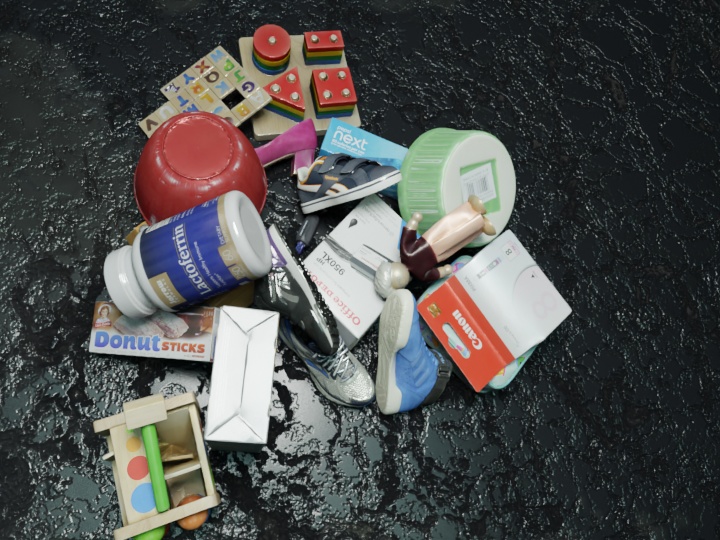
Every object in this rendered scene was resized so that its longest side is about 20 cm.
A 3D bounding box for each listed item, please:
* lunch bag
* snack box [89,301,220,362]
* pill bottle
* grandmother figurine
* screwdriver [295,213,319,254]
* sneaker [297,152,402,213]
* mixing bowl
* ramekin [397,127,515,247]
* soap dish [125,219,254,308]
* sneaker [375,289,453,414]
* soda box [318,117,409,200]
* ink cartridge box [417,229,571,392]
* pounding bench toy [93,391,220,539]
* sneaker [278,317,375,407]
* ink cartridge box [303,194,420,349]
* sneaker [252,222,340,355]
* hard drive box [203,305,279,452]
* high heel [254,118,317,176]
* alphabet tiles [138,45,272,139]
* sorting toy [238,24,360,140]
[{"bbox_3d":[0.192,0.087,0.931,0.200,0.077,0.160,44,65,4],"label":"lunch bag"},{"bbox_3d":[-0.289,0.085,0.802,0.194,0.024,0.074,2,82,16],"label":"snack box"},{"bbox_3d":[-0.225,-0.015,0.749,0.195,0.116,0.119,-22,75,8],"label":"pill bottle"},{"bbox_3d":[0.102,-0.032,0.847,0.198,0.061,0.122,-37,109,-3],"label":"grandmother figurine"},{"bbox_3d":[-0.113,-0.012,0.911,0.028,0.028,0.203,23,59,5],"label":"screwdriver"},{"bbox_3d":[-0.028,-0.148,0.899,0.078,0.196,0.082,-30,106,-52],"label":"sneaker"},{"bbox_3d":[-0.228,-0.147,0.813,0.194,0.109,0.206,4,71,-12],"label":"mixing bowl"},{"bbox_3d":[0.165,-0.133,0.940,0.196,0.097,0.206,-6,100,-34],"label":"ramekin"},{"bbox_3d":[-0.238,-0.023,0.870,0.156,0.081,0.201,-38,83,-22],"label":"soap dish"},{"bbox_3d":[0.087,0.120,0.857,0.108,0.077,0.206,-4,112,-20],"label":"sneaker"},{"bbox_3d":[0.026,-0.186,0.996,0.195,0.064,0.069,21,67,-4],"label":"soda box"},{"bbox_3d":[0.207,0.057,0.876,0.198,0.057,0.164,-35,84,-28],"label":"ink cartridge box"},{"bbox_3d":[-0.249,0.249,0.707,0.121,0.201,0.160,-14,73,-17],"label":"pounding bench toy"},{"bbox_3d":[-0.053,0.127,0.857,0.199,0.085,0.077,42,68,4],"label":"sneaker"},{"bbox_3d":[0.000,0.000,0.914,0.144,0.084,0.200,41,68,4],"label":"ink cartridge box"},{"bbox_3d":[-0.103,0.042,0.812,0.086,0.076,0.203,-31,78,4],"label":"sneaker"},{"bbox_3d":[-0.158,0.154,0.762,0.075,0.200,0.160,7,70,-10],"label":"hard drive box"},{"bbox_3d":[-0.165,-0.211,0.948,0.194,0.067,0.099,-1,91,-17],"label":"high heel"},{"bbox_3d":[-0.269,-0.276,0.956,0.199,0.008,0.167,-40,67,-10],"label":"alphabet tiles"},{"bbox_3d":[-0.108,-0.347,1.019,0.193,0.070,0.205,-8,73,-15],"label":"sorting toy"}]
